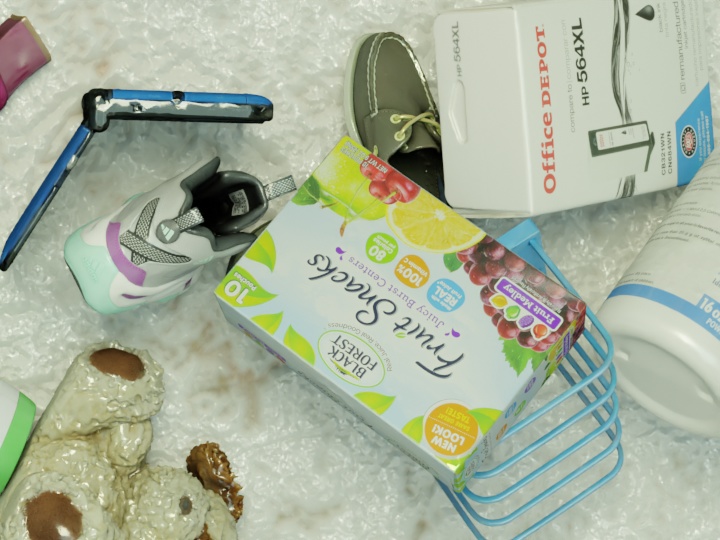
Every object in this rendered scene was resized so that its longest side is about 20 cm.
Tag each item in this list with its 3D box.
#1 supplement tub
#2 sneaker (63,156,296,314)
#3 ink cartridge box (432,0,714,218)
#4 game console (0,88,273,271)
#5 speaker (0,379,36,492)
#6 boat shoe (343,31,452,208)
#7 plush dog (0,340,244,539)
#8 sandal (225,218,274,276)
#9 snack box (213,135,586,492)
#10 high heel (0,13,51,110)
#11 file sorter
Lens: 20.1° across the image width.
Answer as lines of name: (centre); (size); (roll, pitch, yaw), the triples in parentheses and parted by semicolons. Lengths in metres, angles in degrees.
supplement tub: (0.262, 0.004, 1.410); (0.132, 0.132, 0.200); (42, 70, -13)
sneaker: (-0.101, -0.034, 1.358); (0.139, 0.200, 0.078); (-27, 97, 16)
ink cartridge box: (0.154, -0.121, 1.437); (0.199, 0.084, 0.147); (-13, 101, -41)
game console: (-0.153, -0.061, 1.354); (0.169, 0.200, 0.119); (1, 95, -9)
speaker: (-0.328, 0.086, 1.393); (0.199, 0.088, 0.089); (25, 90, -14)
boat shoe: (0.038, -0.079, 1.445); (0.072, 0.060, 0.203); (-5, 80, -28)
plush dog: (-0.164, 0.178, 1.414); (0.171, 0.201, 0.161); (29, 133, -13)
sandal: (0.001, -0.001, 1.470); (0.199, 0.057, 0.080); (-2, 96, -12)
snack box: (0.026, 0.026, 1.313); (0.199, 0.053, 0.142); (35, 76, 17)
high heel: (-0.301, -0.190, 1.375); (0.096, 0.067, 0.200); (-41, 106, -16)
file sorter: (0.103, 0.088, 1.414); (0.138, 0.200, 0.123); (-33, 62, -8)
